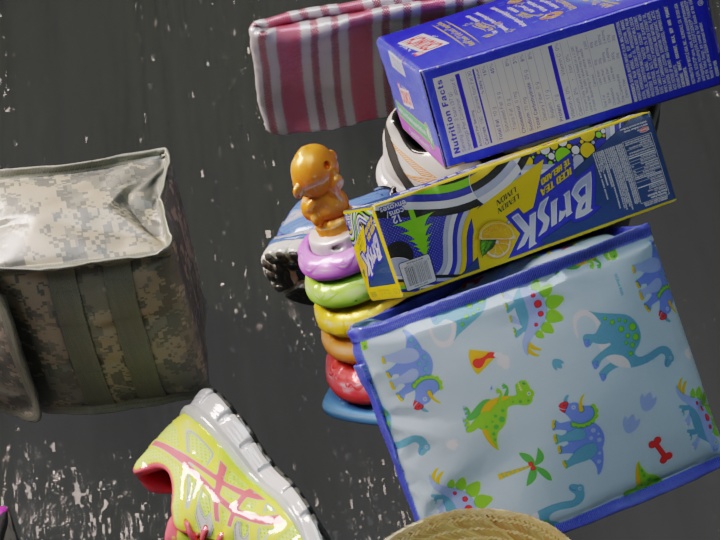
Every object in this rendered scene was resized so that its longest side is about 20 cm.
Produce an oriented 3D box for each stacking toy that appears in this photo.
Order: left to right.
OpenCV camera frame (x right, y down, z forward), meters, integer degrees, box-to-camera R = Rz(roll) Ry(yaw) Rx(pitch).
[{"bbox_3d":[0.000,0.000,1.558,0.110,0.200,0.116,5,43,45],"label":"stacking toy"}]

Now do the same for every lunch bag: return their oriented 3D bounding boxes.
[{"bbox_3d":[-0.213,0.017,1.606,0.200,0.164,0.118,-7,46,2],"label":"lunch bag"},{"bbox_3d":[0.106,0.080,1.496,0.200,0.127,0.170,-22,94,-18],"label":"lunch bag"}]

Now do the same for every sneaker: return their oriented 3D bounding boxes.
[{"bbox_3d":[-0.079,0.169,1.530,0.090,0.078,0.200,-35,49,-11],"label":"sneaker"},{"bbox_3d":[0.034,-0.022,1.665,0.200,0.079,0.089,8,54,13],"label":"sneaker"},{"bbox_3d":[0.096,-0.061,1.690,0.200,0.080,0.074,23,54,21],"label":"sneaker"}]

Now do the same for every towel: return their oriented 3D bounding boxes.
[{"bbox_3d":[0.020,-0.154,1.734,0.200,0.146,0.030,-10,62,-1],"label":"towel"}]

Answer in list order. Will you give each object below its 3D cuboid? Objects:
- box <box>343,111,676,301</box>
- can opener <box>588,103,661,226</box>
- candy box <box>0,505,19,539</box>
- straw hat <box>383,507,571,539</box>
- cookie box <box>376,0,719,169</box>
[{"bbox_3d":[0.096,-0.041,1.508,0.200,0.070,0.064,-19,93,-17],"label":"box"},{"bbox_3d":[0.176,-0.048,1.633,0.053,0.067,0.200,0,61,36],"label":"can opener"},{"bbox_3d":[-0.305,0.244,1.496,0.136,0.061,0.200,2,51,8],"label":"candy box"},{"bbox_3d":[0.068,0.251,1.428,0.201,0.085,0.201,-9,56,14],"label":"straw hat"},{"bbox_3d":[0.126,-0.145,1.601,0.200,0.075,0.171,-17,15,-4],"label":"cookie box"}]
